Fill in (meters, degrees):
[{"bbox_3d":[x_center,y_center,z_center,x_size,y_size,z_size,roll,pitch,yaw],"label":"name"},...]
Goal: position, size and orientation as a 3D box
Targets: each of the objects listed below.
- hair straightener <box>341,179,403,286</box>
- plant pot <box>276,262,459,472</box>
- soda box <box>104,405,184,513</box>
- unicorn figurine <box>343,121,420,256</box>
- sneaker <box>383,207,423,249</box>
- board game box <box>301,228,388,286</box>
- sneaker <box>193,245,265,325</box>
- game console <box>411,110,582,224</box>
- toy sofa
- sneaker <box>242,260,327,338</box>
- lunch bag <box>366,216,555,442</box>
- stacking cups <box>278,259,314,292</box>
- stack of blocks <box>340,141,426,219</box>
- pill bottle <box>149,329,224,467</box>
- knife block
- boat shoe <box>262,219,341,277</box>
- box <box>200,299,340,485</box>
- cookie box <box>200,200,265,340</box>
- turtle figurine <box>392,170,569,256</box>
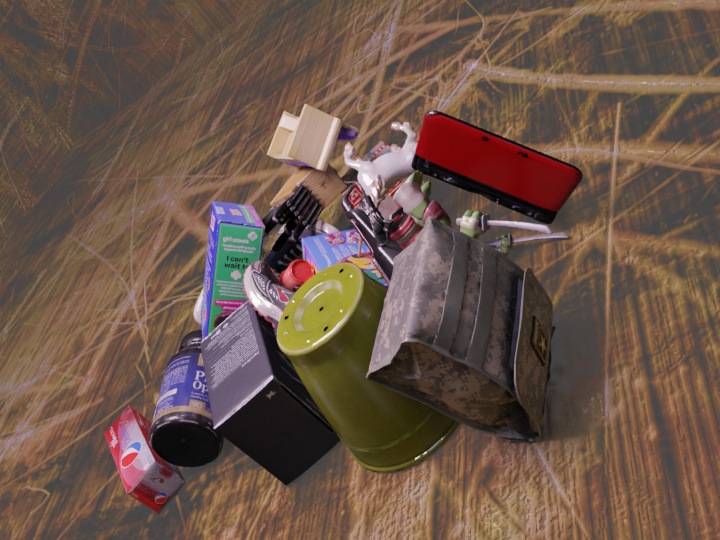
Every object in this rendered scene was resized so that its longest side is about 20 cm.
[{"bbox_3d":[0.032,-0.054,1.030,0.202,0.040,0.077,60,143,26],"label":"hair straightener"},{"bbox_3d":[0.005,0.099,0.918,0.198,0.193,0.202,-30,32,21],"label":"plant pot"},{"bbox_3d":[-0.346,0.296,1.221,0.064,0.070,0.199,-49,31,-7],"label":"soda box"},{"bbox_3d":[0.034,-0.142,1.124,0.199,0.074,0.138,-37,45,6],"label":"unicorn figurine"},{"bbox_3d":[0.081,-0.050,1.138,0.074,0.087,0.200,-41,6,14],"label":"sneaker"},{"bbox_3d":[0.000,0.000,1.124,0.132,0.046,0.200,-10,28,-14],"label":"board game box"},{"bbox_3d":[-0.256,0.029,1.451,0.104,0.076,0.201,-19,30,55],"label":"sneaker"},{"bbox_3d":[0.176,-0.155,0.974,0.173,0.197,0.120,-63,-6,-50],"label":"game console"},{"bbox_3d":[-0.079,-0.203,1.233,0.084,0.096,0.200,-68,19,1],"label":"toy sofa"},{"bbox_3d":[-0.092,0.048,1.061,0.075,0.080,0.200,-51,52,8],"label":"sneaker"},{"bbox_3d":[0.124,0.068,0.817,0.118,0.197,0.166,-48,20,51],"label":"lunch bag"},{"bbox_3d":[-0.119,0.043,1.188,0.200,0.060,0.061,-50,16,51],"label":"stacking cups"},{"bbox_3d":[0.028,-0.144,1.280,0.115,0.059,0.200,-42,18,3],"label":"stack of blocks"},{"bbox_3d":[-0.256,0.192,1.198,0.111,0.112,0.202,-30,34,21],"label":"pill bottle"},{"bbox_3d":[-0.109,-0.116,1.312,0.175,0.064,0.200,-41,19,4],"label":"knife block"},{"bbox_3d":[-0.100,-0.028,1.331,0.199,0.074,0.094,-1,54,60],"label":"boat shoe"},{"bbox_3d":[-0.126,0.161,1.045,0.104,0.148,0.201,-39,30,6],"label":"box"},{"bbox_3d":[-0.204,0.008,1.205,0.171,0.074,0.204,-131,48,-70],"label":"cookie box"},{"bbox_3d":[0.147,-0.056,0.968,0.143,0.194,0.201,-25,-26,-48],"label":"turtle figurine"}]
